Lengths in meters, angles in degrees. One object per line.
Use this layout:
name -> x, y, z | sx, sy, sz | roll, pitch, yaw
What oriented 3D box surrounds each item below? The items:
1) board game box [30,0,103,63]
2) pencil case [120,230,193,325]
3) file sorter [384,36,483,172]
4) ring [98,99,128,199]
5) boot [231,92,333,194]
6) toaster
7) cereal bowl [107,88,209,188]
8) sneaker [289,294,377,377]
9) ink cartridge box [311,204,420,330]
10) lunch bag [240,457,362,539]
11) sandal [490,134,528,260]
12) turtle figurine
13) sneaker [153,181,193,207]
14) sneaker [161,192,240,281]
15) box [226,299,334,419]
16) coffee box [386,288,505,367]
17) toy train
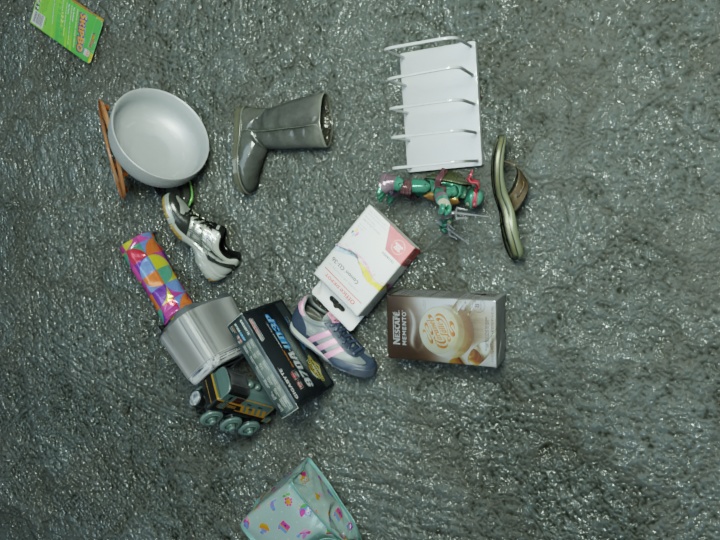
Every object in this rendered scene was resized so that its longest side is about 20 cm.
board game box -> -0.634, -0.538, 1.512 | 0.198, 0.030, 0.097 | 36, 111, 19
pencil case -> -0.427, 0.015, 1.468 | 0.088, 0.088, 0.203 | -36, 80, 24
file sorter -> 0.119, -0.271, 1.150 | 0.135, 0.124, 0.206 | -2, 96, 24
ring -> -0.508, -0.250, 1.438 | 0.201, 0.019, 0.205 | -131, 34, -49
boot -> -0.145, -0.236, 1.315 | 0.194, 0.072, 0.188 | 2, 100, 17
toaster -> -0.299, 0.134, 1.357 | 0.113, 0.199, 0.130 | -41, 81, 25
cereal bowl -> -0.401, -0.248, 1.366 | 0.083, 0.198, 0.203 | -35, 82, 49
sneaker -> -0.047, 0.122, 1.307 | 0.197, 0.070, 0.084 | 30, 120, 17
ink cartridge box -> 0.000, 0.000, 1.252 | 0.116, 0.067, 0.201 | 42, 99, 13
lunch bag -> -0.110, 0.510, 1.371 | 0.170, 0.122, 0.201 | -40, 89, 21
sandal -> 0.251, -0.122, 1.146 | 0.056, 0.080, 0.207 | -12, 99, 8
turtle figurine -> 0.132, -0.119, 1.167 | 0.195, 0.150, 0.103 | 15, 77, 20
sneaker -> -0.422, -0.192, 1.432 | 0.199, 0.083, 0.077 | 42, 112, 14
sneaker -> -0.313, -0.080, 1.392 | 0.086, 0.076, 0.202 | -28, 111, 15
box -> -0.148, 0.161, 1.315 | 0.046, 0.158, 0.203 | -36, 82, 23
coffee box -> 0.149, 0.098, 1.212 | 0.195, 0.079, 0.118 | 1, 98, 24
toy train -> -0.237, 0.256, 1.359 | 0.113, 0.199, 0.086 | -38, 51, 18
